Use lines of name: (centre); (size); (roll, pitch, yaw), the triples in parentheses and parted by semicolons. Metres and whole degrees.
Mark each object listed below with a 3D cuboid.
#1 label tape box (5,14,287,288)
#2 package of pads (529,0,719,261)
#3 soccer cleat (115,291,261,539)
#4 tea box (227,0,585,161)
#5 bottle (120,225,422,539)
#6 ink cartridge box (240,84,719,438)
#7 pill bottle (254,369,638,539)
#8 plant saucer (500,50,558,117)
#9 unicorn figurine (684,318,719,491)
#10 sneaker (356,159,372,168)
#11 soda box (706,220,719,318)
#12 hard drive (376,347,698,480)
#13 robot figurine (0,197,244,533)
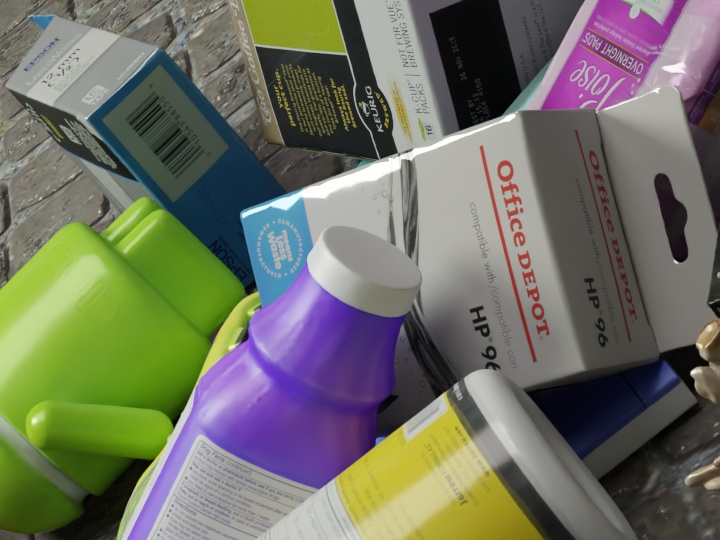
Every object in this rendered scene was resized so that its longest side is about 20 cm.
label tape box: (-0.133, -0.074, 1.422); (0.066, 0.143, 0.200); (-48, 28, -13)
package of pads: (0.157, -0.112, 1.101); (0.200, 0.076, 0.121); (-62, 27, 10)
soccer cleat: (-0.076, 0.085, 1.212); (0.084, 0.065, 0.200); (-26, 30, 40)
tea box: (0.022, -0.172, 1.270); (0.134, 0.200, 0.197); (-25, 20, -27)
bottle: (-0.037, 0.075, 1.028); (0.065, 0.083, 0.200); (-88, 22, -64)
ink cartridge box: (0.053, 0.000, 1.046); (0.200, 0.116, 0.068); (-19, -8, 35)
pill bottle: (0.009, 0.139, 0.972); (0.200, 0.112, 0.112); (-39, 28, 6)
plant saucer: (0.096, -0.058, 1.189); (0.200, 0.070, 0.019); (-48, 34, -13)
unicorn figurine: (0.217, 0.019, 0.891); (0.200, 0.137, 0.074); (-51, 17, 22)
sneaker: (0.000, 0.000, 1.218); (0.077, 0.080, 0.200); (-24, 32, 30)
soda box: (0.240, -0.019, 0.958); (0.200, 0.063, 0.071); (-22, 33, 33)
hard drive: (0.047, 0.085, 1.094); (0.200, 0.025, 0.132); (-39, 28, 5)
robot figurine: (-0.156, 0.056, 1.293); (0.200, 0.116, 0.175); (-46, 21, -4)
